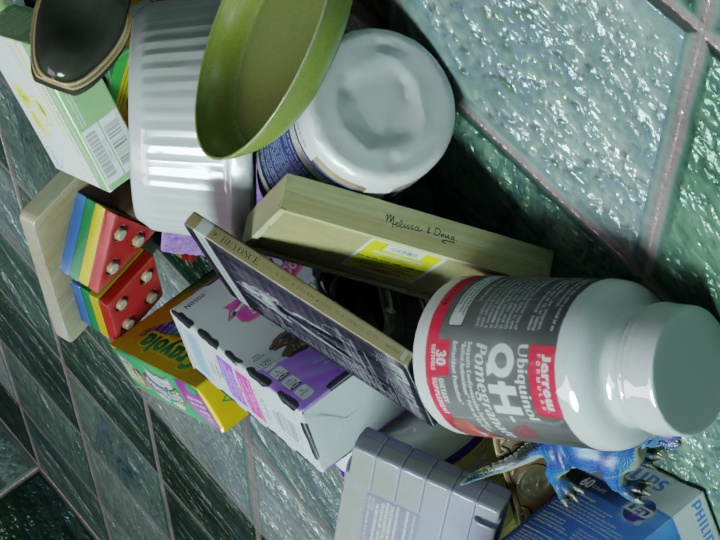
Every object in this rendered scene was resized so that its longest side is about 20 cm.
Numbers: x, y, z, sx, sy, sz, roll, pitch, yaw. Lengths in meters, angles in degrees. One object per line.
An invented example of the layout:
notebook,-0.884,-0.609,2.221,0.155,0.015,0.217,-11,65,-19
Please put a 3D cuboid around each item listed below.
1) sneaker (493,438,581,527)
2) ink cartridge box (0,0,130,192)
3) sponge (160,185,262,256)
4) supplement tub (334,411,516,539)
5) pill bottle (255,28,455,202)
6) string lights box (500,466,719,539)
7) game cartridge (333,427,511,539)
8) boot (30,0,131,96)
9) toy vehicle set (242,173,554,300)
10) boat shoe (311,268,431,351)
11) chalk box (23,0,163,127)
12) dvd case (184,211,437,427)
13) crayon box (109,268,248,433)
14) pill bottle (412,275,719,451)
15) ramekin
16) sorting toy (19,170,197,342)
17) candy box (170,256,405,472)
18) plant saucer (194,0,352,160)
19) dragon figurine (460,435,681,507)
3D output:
sneaker,0.134,0.133,1.458,0.090,0.067,0.202,-98,-2,-70
ink cartridge box,-0.268,-0.154,1.588,0.199,0.048,0.146,22,144,51
sponge,-0.119,-0.064,1.674,0.200,0.111,0.030,106,169,-64
supplement tub,0.068,0.183,1.576,0.145,0.145,0.201,25,144,54
pill bottle,-0.013,-0.093,1.370,0.111,0.111,0.200,54,160,0
string lights box,0.151,0.220,1.366,0.103,0.199,0.059,24,144,55
game cartridge,0.041,0.215,1.490,0.129,0.038,0.201,27,137,16
boot,-0.196,-0.246,1.434,0.077,0.201,0.139,18,154,-3
toy vehicle set,0.024,-0.015,1.353,0.199,0.027,0.124,16,165,-14
boat shoe,-0.001,0.002,1.475,0.074,0.068,0.200,-58,37,28
chalk box,-0.193,-0.177,1.632,0.125,0.124,0.201,43,158,26
dvd case,-0.032,0.037,1.396,0.199,0.016,0.149,32,168,20
crayon box,-0.114,0.057,1.748,0.200,0.172,0.059,17,138,59
pill bottle,0.138,0.060,1.246,0.199,0.111,0.111,1,126,47
ramekin,-0.127,-0.118,1.469,0.202,0.093,0.204,180,90,-88
sorting toy,-0.212,-0.046,1.786,0.069,0.200,0.199,29,152,21
candy box,-0.032,0.051,1.558,0.200,0.167,0.072,32,151,46
plant saucer,-0.054,-0.165,1.296,0.031,0.201,0.200,20,173,-24
dragon figurine,0.150,0.114,1.344,0.199,0.059,0.100,0,136,37
